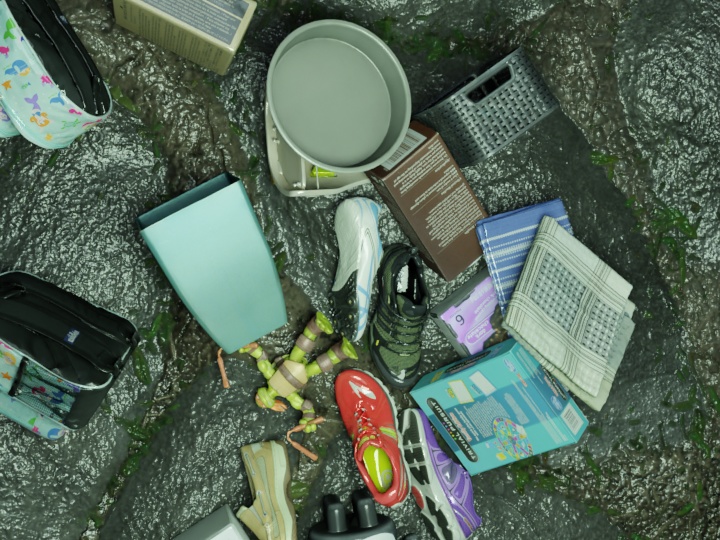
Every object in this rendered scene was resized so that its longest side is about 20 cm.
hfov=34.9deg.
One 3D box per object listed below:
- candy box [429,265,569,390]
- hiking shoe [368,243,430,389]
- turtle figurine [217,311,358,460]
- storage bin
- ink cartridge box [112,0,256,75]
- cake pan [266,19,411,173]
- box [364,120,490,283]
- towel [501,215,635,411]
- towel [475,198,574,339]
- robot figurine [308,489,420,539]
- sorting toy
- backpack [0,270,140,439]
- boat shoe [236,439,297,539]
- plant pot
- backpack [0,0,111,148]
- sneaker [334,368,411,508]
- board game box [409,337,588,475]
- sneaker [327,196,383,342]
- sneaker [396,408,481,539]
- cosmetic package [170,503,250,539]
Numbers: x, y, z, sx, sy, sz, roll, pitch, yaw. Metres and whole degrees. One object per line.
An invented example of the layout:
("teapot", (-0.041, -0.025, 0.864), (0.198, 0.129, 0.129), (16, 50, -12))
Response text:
("candy box", (0.223, 0.089, 1.605), (0.168, 0.072, 0.200), (-38, 98, -8))
("hiking shoe", (0.054, 0.064, 1.560), (0.075, 0.101, 0.201), (-2, 92, -9))
("turtle figurine", (-0.083, 0.144, 1.555), (0.161, 0.064, 0.200), (-40, 91, 8))
("storage bin", (0.159, -0.209, 1.518), (0.135, 0.200, 0.094), (-36, 97, -7))
("ink cartridge box", (-0.225, -0.325, 1.446), (0.164, 0.200, 0.075), (26, 87, -11))
("cake pan", (-0.031, -0.219, 1.469), (0.199, 0.037, 0.201), (4, 80, -23))
("box", (0.096, -0.092, 1.538), (0.100, 0.075, 0.200), (-40, 123, -7))
("towel", (0.285, 0.056, 1.519), (0.200, 0.034, 0.193), (41, 54, -20))
("towel", (0.241, 0.012, 1.559), (0.144, 0.024, 0.201), (-17, 92, -24))
("robot figurine", (-0.005, 0.403, 1.553), (0.150, 0.125, 0.201), (-6, 94, 31))
("sorting toy", (-0.031, -0.189, 1.543), (0.179, 0.107, 0.201), (-1, 83, -22))
("backpack", (-0.402, 0.099, 1.440), (0.200, 0.178, 0.151), (33, 117, -9))
("boat shoe", (-0.128, 0.325, 1.524), (0.076, 0.072, 0.201), (-2, 58, -14))
("plant pot", (-0.184, -0.004, 1.499), (0.141, 0.141, 0.201), (-27, 104, -8))
("backpack", (-0.408, -0.247, 1.424), (0.150, 0.178, 0.200), (-36, 100, 13))
("sneaker", (0.017, 0.223, 1.548), (0.077, 0.085, 0.201), (-25, 77, 9))
("board game box", (0.184, 0.184, 1.546), (0.151, 0.200, 0.047), (54, 46, -8))
("sneaker", (0.000, 0.000, 1.568), (0.072, 0.072, 0.201), (-3, 101, -38))
("sneaker", (0.108, 0.282, 1.603), (0.083, 0.081, 0.201), (-25, 95, -34))
("cosmetic package", (-0.204, 0.455, 1.516), (0.199, 0.123, 0.200), (-31, 97, -6))
